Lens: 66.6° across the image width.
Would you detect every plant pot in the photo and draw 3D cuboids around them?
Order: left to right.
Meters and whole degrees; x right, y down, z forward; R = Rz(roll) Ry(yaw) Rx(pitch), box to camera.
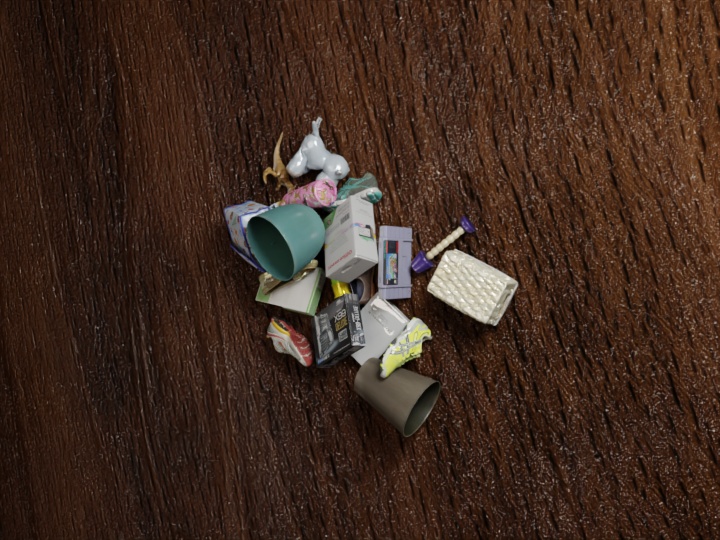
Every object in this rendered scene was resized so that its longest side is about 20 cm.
[{"bbox_3d":[-0.196,-0.096,1.553,0.200,0.161,0.202,30,138,32],"label":"plant pot"}]

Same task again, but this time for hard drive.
[{"bbox_3d":[0.037,0.177,1.606,0.132,0.027,0.200,43,108,9],"label":"hard drive"}]

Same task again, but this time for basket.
[{"bbox_3d":[0.091,0.338,1.529,0.199,0.180,0.137,24,143,31],"label":"basket"},{"bbox_3d":[0.289,0.043,1.438,0.199,0.123,0.136,30,102,24],"label":"basket"}]

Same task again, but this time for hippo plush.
[{"bbox_3d":[-0.109,-0.330,1.646,0.160,0.159,0.200,34,114,-5],"label":"hippo plush"}]

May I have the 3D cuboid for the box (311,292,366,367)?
[{"bbox_3d":[-0.067,0.177,1.592,0.200,0.049,0.159,-37,54,46],"label":"box"}]

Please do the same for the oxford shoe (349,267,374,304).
[{"bbox_3d":[0.000,0.000,1.608,0.071,0.073,0.202,-11,85,26],"label":"oxford shoe"}]

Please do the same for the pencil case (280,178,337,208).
[{"bbox_3d":[-0.154,-0.211,1.618,0.199,0.083,0.087,-10,129,48],"label":"pencil case"}]

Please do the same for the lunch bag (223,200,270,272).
[{"bbox_3d":[-0.339,-0.100,1.708,0.170,0.123,0.201,27,133,57],"label":"lunch bag"}]

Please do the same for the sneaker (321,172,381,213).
[{"bbox_3d":[-0.030,-0.230,1.633,0.199,0.078,0.092,-14,68,22],"label":"sneaker"}]

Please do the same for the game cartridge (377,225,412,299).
[{"bbox_3d":[0.098,-0.021,1.528,0.038,0.129,0.202,2,92,36],"label":"game cartridge"}]

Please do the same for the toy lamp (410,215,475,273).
[{"bbox_3d":[0.223,-0.065,1.507,0.200,0.058,0.058,-40,74,21],"label":"toy lamp"}]

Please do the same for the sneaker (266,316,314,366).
[{"bbox_3d":[-0.220,0.234,1.725,0.200,0.078,0.082,41,111,30],"label":"sneaker"}]

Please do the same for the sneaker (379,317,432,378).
[{"bbox_3d":[0.124,0.217,1.503,0.076,0.076,0.200,33,67,18],"label":"sneaker"}]

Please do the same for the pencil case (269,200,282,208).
[{"bbox_3d":[-0.217,-0.120,1.706,0.083,0.091,0.201,-30,76,-15],"label":"pencil case"}]

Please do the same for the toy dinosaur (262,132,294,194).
[{"bbox_3d":[-0.263,-0.325,1.756,0.106,0.060,0.201,-19,87,1],"label":"toy dinosaur"}]

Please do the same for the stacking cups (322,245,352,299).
[{"bbox_3d":[-0.080,-0.015,1.660,0.060,0.060,0.201,-24,77,24],"label":"stacking cups"}]

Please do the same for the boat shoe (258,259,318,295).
[{"bbox_3d":[-0.213,0.018,1.658,0.199,0.073,0.063,-20,73,20],"label":"boat shoe"}]

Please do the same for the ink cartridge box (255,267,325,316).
[{"bbox_3d":[-0.216,0.050,1.709,0.199,0.048,0.147,10,77,27],"label":"ink cartridge box"}]

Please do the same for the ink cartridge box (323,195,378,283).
[{"bbox_3d":[-0.031,-0.085,1.556,0.145,0.084,0.201,-35,49,42],"label":"ink cartridge box"}]
